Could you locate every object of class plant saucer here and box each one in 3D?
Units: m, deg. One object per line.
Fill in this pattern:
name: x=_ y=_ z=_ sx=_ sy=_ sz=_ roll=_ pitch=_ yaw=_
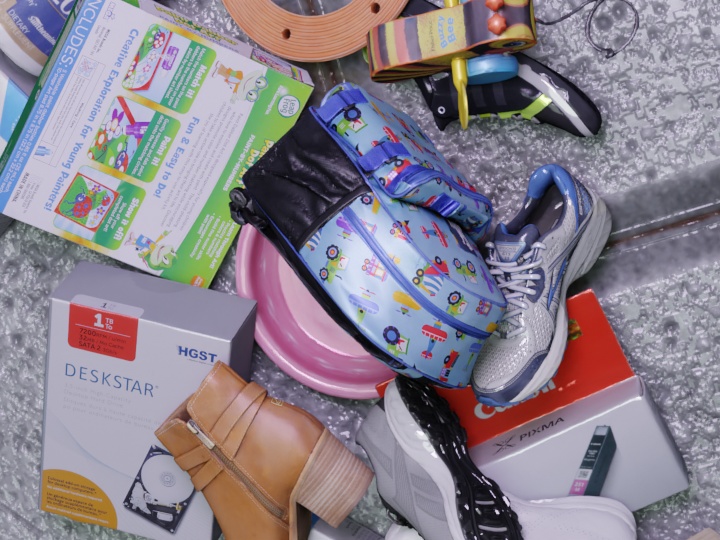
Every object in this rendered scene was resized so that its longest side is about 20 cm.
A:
plant saucer: x=0.000 y=0.000 z=1.609 sx=0.198 sy=0.051 sz=0.203 roll=2 pitch=99 yaw=12

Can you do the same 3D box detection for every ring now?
ring: x=-0.033 y=-0.265 z=1.573 sx=0.199 sy=0.019 sz=0.203 roll=1 pitch=92 yaw=28

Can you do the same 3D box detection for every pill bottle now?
pill bottle: x=-0.207 y=-0.252 z=1.587 sx=0.199 sy=0.111 sz=0.111 roll=-34 pitch=90 yaw=14

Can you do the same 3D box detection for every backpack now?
backpack: x=0.028 y=-0.015 z=1.458 sx=0.135 sy=0.182 sz=0.200 roll=-46 pitch=59 yaw=11

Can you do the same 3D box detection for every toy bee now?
toy bee: x=0.087 y=-0.185 z=1.470 sx=0.199 sy=0.109 sz=0.132 roll=-30 pitch=77 yaw=15

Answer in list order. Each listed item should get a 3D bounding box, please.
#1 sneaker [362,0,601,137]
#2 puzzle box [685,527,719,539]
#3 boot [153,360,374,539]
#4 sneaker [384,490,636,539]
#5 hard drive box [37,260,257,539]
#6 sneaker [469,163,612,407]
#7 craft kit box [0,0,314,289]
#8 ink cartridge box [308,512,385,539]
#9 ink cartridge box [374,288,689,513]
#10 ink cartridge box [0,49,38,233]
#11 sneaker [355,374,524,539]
sneaker: x=0.094 y=-0.140 z=1.561 sx=0.199 sy=0.072 sz=0.083 roll=31 pitch=99 yaw=17
puzzle box: x=0.195 y=0.288 z=1.527 sx=0.025 sy=0.199 sz=0.134 roll=40 pitch=139 yaw=40
boot: x=-0.101 y=0.175 z=1.556 sx=0.154 sy=0.074 sz=0.201 roll=36 pitch=111 yaw=-4
sneaker: x=0.115 y=0.218 z=1.546 sx=0.198 sy=0.089 sz=0.076 roll=-5 pitch=116 yaw=6
hard drive box: x=-0.174 y=0.110 z=1.621 sx=0.154 sy=0.077 sz=0.202 roll=12 pitch=116 yaw=10
sneaker: x=0.121 y=0.006 z=1.522 sx=0.076 sy=0.085 sz=0.201 roll=5 pitch=60 yaw=35
craft kit box: x=-0.167 y=-0.105 z=1.581 sx=0.196 sy=0.049 sz=0.201 roll=24 pitch=108 yaw=-19
ink cartridge box: x=-0.002 y=0.280 z=1.638 sx=0.199 sy=0.068 sz=0.117 roll=27 pitch=103 yaw=7
ink cartridge box: x=0.134 y=0.131 z=1.577 sx=0.199 sy=0.044 sz=0.174 roll=-25 pitch=111 yaw=14
ink cartridge box: x=-0.335 y=-0.082 z=1.652 sx=0.116 sy=0.068 sz=0.200 roll=43 pitch=104 yaw=4
sneaker: x=0.060 y=0.178 z=1.526 sx=0.079 sy=0.074 sz=0.201 roll=-46 pitch=54 yaw=25
